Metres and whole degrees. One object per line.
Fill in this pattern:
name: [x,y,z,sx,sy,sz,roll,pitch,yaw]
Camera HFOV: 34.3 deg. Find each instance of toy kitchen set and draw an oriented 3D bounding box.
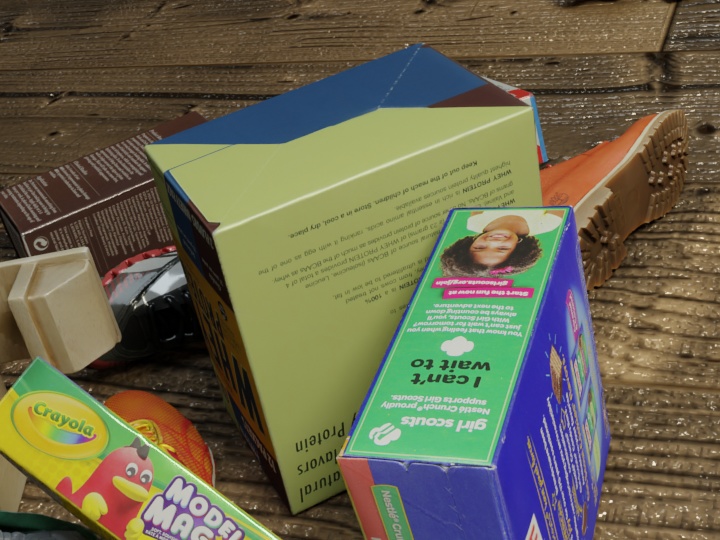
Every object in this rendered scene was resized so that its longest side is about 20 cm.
toy kitchen set: [-0.233,0.085,0.673,0.161,0.202,0.181,-11,32,4]

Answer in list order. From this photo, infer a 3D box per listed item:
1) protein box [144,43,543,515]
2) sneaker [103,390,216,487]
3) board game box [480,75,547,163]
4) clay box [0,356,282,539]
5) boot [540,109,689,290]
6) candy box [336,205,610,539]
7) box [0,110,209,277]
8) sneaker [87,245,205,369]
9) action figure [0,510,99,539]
protein box: [0.000,0.000,0.723,0.197,0.202,0.135,-23,33,-16]
sneaker: [-0.120,0.121,0.697,0.072,0.078,0.200,-23,32,-13]
board game box: [0.026,-0.106,0.971,0.194,0.056,0.200,-18,19,-9]
clay box: [-0.081,0.127,0.555,0.199,0.115,0.048,35,72,3]
boot: [0.174,-0.067,0.891,0.107,0.076,0.200,14,42,42]
candy box: [0.070,0.090,0.590,0.076,0.170,0.201,-3,33,21]
box: [-0.202,-0.059,1.007,0.199,0.075,0.100,-27,34,-18]
sneaker: [-0.118,0.019,0.855,0.199,0.071,0.098,-27,33,-24]
action figure: [-0.206,0.162,0.600,0.198,0.119,0.055,3,13,-2]
